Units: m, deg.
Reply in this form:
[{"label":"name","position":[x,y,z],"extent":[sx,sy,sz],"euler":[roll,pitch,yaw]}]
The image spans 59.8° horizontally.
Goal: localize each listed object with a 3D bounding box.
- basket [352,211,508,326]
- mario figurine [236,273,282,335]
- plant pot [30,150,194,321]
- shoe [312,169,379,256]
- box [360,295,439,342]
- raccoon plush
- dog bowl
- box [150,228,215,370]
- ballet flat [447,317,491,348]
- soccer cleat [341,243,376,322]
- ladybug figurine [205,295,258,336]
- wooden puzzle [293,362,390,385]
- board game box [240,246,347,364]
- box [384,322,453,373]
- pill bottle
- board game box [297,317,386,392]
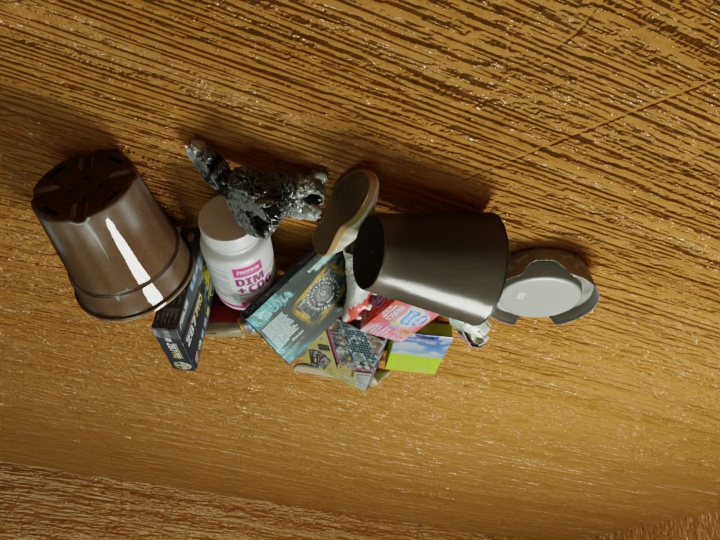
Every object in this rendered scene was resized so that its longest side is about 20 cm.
[{"label":"basket","position":[0.100,-0.013,0.943],"extent":[0.199,0.181,0.136],"euler":[7,-175,-24]},{"label":"mario figurine","position":[-0.135,0.058,1.170],"extent":[0.199,0.106,0.124],"euler":[-15,121,-11]},{"label":"plant pot","position":[-0.382,-0.061,0.956],"extent":[0.200,0.201,0.199],"euler":[-1,139,8]},{"label":"shoe","position":[-0.016,-0.091,0.974],"extent":[0.053,0.070,0.200],"euler":[-10,157,-33]},{"label":"box","position":[0.085,0.040,1.125],"extent":[0.095,0.100,0.200],"euler":[19,144,-21]},{"label":"raccoon plush","position":[-0.136,-0.143,0.914],"extent":[0.200,0.134,0.097],"euler":[53,148,-11]},{"label":"dog bowl","position":[0.319,0.032,1.121],"extent":[0.199,0.059,0.200],"euler":[3,147,2]},{"label":"box","position":[-0.302,0.052,1.097],"extent":[0.049,0.200,0.161],"euler":[4,147,3]},{"label":"ballet flat","position":[0.207,0.099,1.149],"extent":[0.069,0.071,0.200],"euler":[-43,154,-4]},{"label":"soccer cleat","position":[0.000,0.000,1.064],"extent":[0.085,0.069,0.200],"euler":[24,119,-10]},{"label":"ladybug figurine","position":[-0.253,0.087,1.235],"extent":[0.199,0.072,0.136],"euler":[-1,-175,30]},{"label":"wooden puzzle","position":[-0.036,0.218,1.406],"extent":[0.184,0.037,0.200],"euler":[7,177,12]},{"label":"board game box","position":[-0.093,0.053,1.091],"extent":[0.028,0.200,0.135],"euler":[35,165,53]},{"label":"box","position":[0.124,0.164,1.361],"extent":[0.122,0.048,0.200],"euler":[6,148,-3]},{"label":"pill bottle","position":[-0.202,-0.029,1.037],"extent":[0.113,0.114,0.200],"euler":[3,148,2]},{"label":"board game box","position":[-0.055,0.140,1.238],"extent":[0.200,0.035,0.136],"euler":[25,121,12]}]
